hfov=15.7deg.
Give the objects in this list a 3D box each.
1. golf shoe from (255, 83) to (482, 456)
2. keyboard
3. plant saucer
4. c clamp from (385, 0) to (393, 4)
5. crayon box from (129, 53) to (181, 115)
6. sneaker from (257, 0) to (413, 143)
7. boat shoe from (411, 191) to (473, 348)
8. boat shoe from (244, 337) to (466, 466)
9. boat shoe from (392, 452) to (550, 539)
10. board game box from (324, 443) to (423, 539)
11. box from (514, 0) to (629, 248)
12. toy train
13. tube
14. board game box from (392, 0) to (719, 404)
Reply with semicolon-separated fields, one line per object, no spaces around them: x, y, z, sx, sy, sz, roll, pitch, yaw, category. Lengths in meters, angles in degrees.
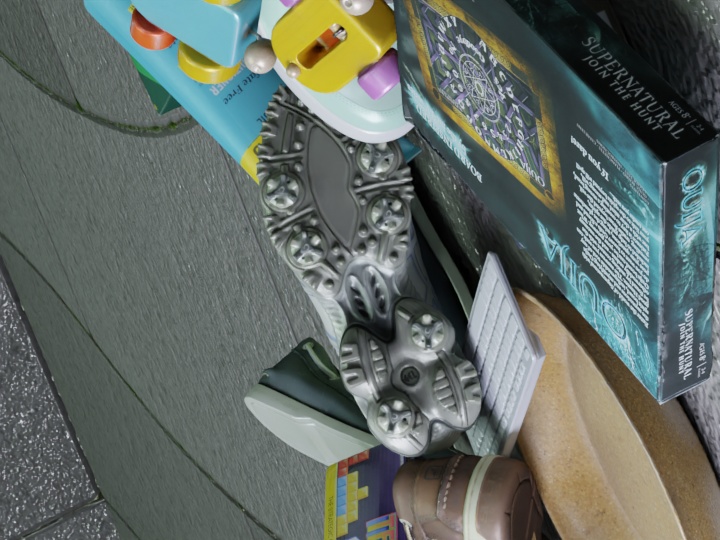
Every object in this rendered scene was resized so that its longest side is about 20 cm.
0.000;0.000;1.312;0.097;0.078;0.201;82;171;-81;golf shoe
0.064;0.051;1.268;0.056;0.011;0.200;62;167;18;keyboard
0.123;0.093;1.212;0.201;0.035;0.200;59;166;24;plant saucer
-0.007;-0.194;1.110;0.170;0.027;0.201;5;134;39;c clamp
-0.133;-0.213;1.603;0.201;0.058;0.173;64;167;4;crayon box
-0.013;-0.153;1.221;0.201;0.074;0.118;66;164;-9;sneaker
0.013;-0.008;1.397;0.201;0.062;0.075;65;167;4;boat shoe
0.020;0.092;1.518;0.199;0.062;0.073;22;156;37;boat shoe
0.058;0.159;1.329;0.203;0.074;0.075;77;-153;-45;boat shoe
0.044;0.217;1.405;0.165;0.057;0.201;50;-152;-39;board game box
0.073;-0.075;1.121;0.122;0.032;0.200;65;168;0;box
-0.040;-0.148;1.139;0.199;0.056;0.151;4;132;44;toy train
-0.064;-0.098;1.382;0.200;0.077;0.050;42;170;21;tube
0.073;-0.058;1.028;0.200;0.028;0.136;51;159;37;board game box
